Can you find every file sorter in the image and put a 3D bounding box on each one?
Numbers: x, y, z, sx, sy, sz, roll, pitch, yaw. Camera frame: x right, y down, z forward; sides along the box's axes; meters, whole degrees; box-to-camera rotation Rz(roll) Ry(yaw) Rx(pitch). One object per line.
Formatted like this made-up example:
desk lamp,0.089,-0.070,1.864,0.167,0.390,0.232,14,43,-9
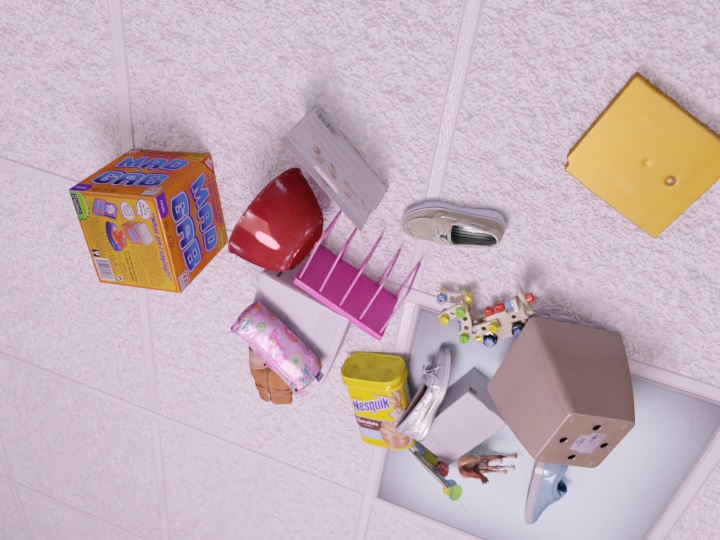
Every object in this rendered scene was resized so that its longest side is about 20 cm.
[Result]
file sorter,0.000,0.000,1.176,0.197,0.140,0.127,33,124,-1

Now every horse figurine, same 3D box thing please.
horse figurine,0.261,0.424,1.337,0.129,0.199,0.052,-13,76,25

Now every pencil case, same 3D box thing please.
pencil case,-0.163,0.154,1.218,0.200,0.088,0.087,47,126,-10

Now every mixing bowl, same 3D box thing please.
mixing bowl,-0.138,-0.073,1.134,0.108,0.200,0.201,41,127,6

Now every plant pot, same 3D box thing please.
plant pot,0.369,0.232,1.105,0.194,0.180,0.203,11,128,-14

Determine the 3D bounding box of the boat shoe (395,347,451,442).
boat shoe,0.136,0.253,1.282,0.063,0.075,0.207,20,102,-3

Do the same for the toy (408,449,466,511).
toy,0.170,0.440,1.382,0.047,0.200,0.116,-41,114,-6

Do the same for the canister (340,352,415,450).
canister,0.047,0.292,1.368,0.145,0.087,0.205,2,123,27

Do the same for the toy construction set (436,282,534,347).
toy construction set,0.245,0.077,1.160,0.196,0.092,0.133,-14,115,40

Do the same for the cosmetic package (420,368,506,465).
cosmetic package,0.215,0.315,1.322,0.112,0.082,0.200,39,125,-6

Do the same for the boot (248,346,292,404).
boot,-0.174,0.256,1.441,0.194,0.077,0.159,7,121,21

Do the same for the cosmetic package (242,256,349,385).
cosmetic package,-0.117,0.092,1.288,0.196,0.124,0.202,28,127,5

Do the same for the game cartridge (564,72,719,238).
game cartridge,0.442,-0.172,0.957,0.198,0.033,0.177,37,127,0

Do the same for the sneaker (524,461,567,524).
sneaker,0.409,0.492,1.358,0.080,0.074,0.205,13,125,17

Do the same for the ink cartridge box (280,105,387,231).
ink cartridge box,-0.049,-0.169,1.064,0.043,0.175,0.201,-34,105,35

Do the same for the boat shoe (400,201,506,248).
boat shoe,0.160,-0.078,1.106,0.194,0.062,0.074,3,122,22

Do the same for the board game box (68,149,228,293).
board game box,-0.411,-0.104,1.234,0.194,0.201,0.205,6,123,18
